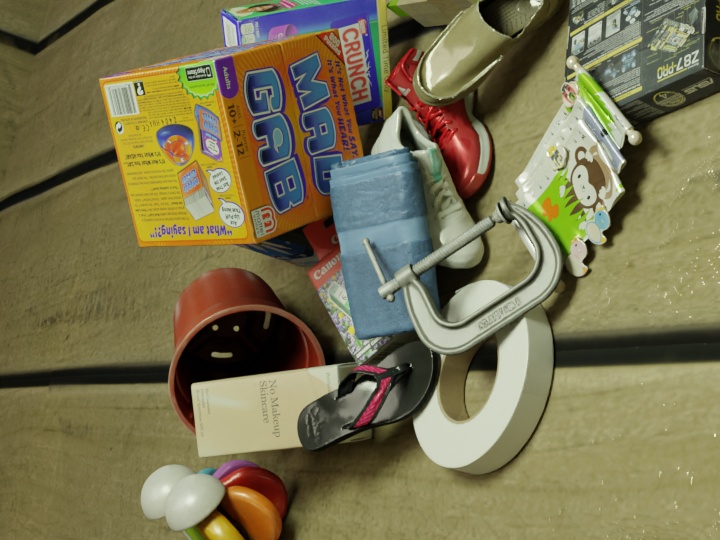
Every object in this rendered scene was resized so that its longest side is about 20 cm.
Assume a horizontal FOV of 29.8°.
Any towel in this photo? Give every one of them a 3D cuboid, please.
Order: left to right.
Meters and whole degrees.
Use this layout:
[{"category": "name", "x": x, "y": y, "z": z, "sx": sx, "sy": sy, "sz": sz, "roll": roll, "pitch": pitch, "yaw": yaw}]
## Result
[{"category": "towel", "x": 0.029, "y": -0.029, "z": 1.486, "sx": 0.111, "sy": 0.048, "sz": 0.201, "roll": -9, "pitch": 89, "yaw": 32}]

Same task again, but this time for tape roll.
[{"category": "tape roll", "x": 0.124, "y": 0.110, "z": 1.413, "sx": 0.203, "sy": 0.037, "sz": 0.204, "roll": -38, "pitch": 43, "yaw": 46}]

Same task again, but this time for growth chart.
[{"category": "growth chart", "x": 0.209, "y": -0.090, "z": 1.343, "sx": 0.145, "sy": 0.018, "sz": 0.201, "roll": 54, "pitch": 132, "yaw": 38}]

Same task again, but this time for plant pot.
[{"category": "plant pot", "x": -0.163, "y": 0.099, "z": 1.777, "sx": 0.202, "sy": 0.200, "sz": 0.195, "roll": -64, "pitch": 22, "yaw": 15}]

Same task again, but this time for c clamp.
[{"category": "c clamp", "x": 0.105, "y": -0.007, "z": 1.387, "sx": 0.199, "sy": 0.027, "sz": 0.172, "roll": -29, "pitch": 62, "yaw": 19}]

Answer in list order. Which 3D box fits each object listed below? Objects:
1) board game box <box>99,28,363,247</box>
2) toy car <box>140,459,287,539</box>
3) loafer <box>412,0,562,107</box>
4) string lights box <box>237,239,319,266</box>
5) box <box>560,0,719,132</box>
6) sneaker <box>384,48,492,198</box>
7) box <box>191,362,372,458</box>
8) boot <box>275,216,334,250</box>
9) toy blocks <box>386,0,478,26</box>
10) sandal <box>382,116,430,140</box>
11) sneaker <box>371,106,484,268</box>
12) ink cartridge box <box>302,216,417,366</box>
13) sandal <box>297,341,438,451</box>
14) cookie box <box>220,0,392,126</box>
[{"category": "board game box", "x": -0.140, "y": -0.150, "z": 1.545, "sx": 0.199, "sy": 0.199, "sz": 0.201, "roll": 0, "pitch": 107, "yaw": 42}, {"category": "toy car", "x": -0.168, "y": 0.307, "z": 1.716, "sx": 0.150, "sy": 0.175, "sz": 0.200, "roll": -44, "pitch": 20, "yaw": -22}, {"category": "loafer", "x": 0.134, "y": -0.262, "z": 1.497, "sx": 0.200, "sy": 0.067, "sz": 0.076, "roll": -43, "pitch": 78, "yaw": 9}, {"category": "string lights box", "x": -0.137, "y": -0.063, "z": 1.793, "sx": 0.103, "sy": 0.199, "sz": 0.059, "roll": -5, "pitch": 69, "yaw": 60}, {"category": "box", "x": 0.279, "y": -0.229, "z": 1.322, "sx": 0.200, "sy": 0.049, "sz": 0.162, "roll": -23, "pitch": 54, "yaw": 55}, {"category": "sneaker", "x": 0.080, "y": -0.175, "z": 1.568, "sx": 0.078, "sy": 0.115, "sz": 0.201, "roll": -48, "pitch": 37, "yaw": 36}, {"category": "box", "x": -0.093, "y": 0.166, "z": 1.605, "sx": 0.199, "sy": 0.078, "sz": 0.096, "roll": -11, "pitch": 84, "yaw": 25}, {"category": "boot", "x": -0.058, "y": -0.102, "z": 1.744, "sx": 0.078, "sy": 0.138, "sz": 0.201, "roll": -50, "pitch": 35, "yaw": 33}, {"category": "toy blocks", "x": 0.128, "y": -0.371, "z": 1.638, "sx": 0.200, "sy": 0.100, "sz": 0.137, "roll": 10, "pitch": 71, "yaw": 61}, {"category": "sandal", "x": 0.063, "y": -0.088, "z": 1.593, "sx": 0.059, "sy": 0.079, "sz": 0.208, "roll": 118, "pitch": 149, "yaw": -50}, {"category": "sneaker", "x": 0.076, "y": -0.094, "z": 1.505, "sx": 0.200, "sy": 0.075, "sz": 0.089, "roll": 57, "pitch": 149, "yaw": 25}, {"category": "ink cartridge box", "x": 0.000, "y": 0.000, "z": 1.576, "sx": 0.109, "sy": 0.050, "sz": 0.201, "roll": -40, "pitch": 67, "yaw": 24}, {"category": "sandal", "x": 0.001, "y": 0.140, "z": 1.480, "sx": 0.199, "sy": 0.045, "sz": 0.075, "roll": -32, "pitch": 55, "yaw": 25}, {"category": "cookie box", "x": -0.065, "y": -0.261, "z": 1.725, "sx": 0.075, "sy": 0.199, "sz": 0.172, "roll": -135, "pitch": 36, "yaw": -56}]
